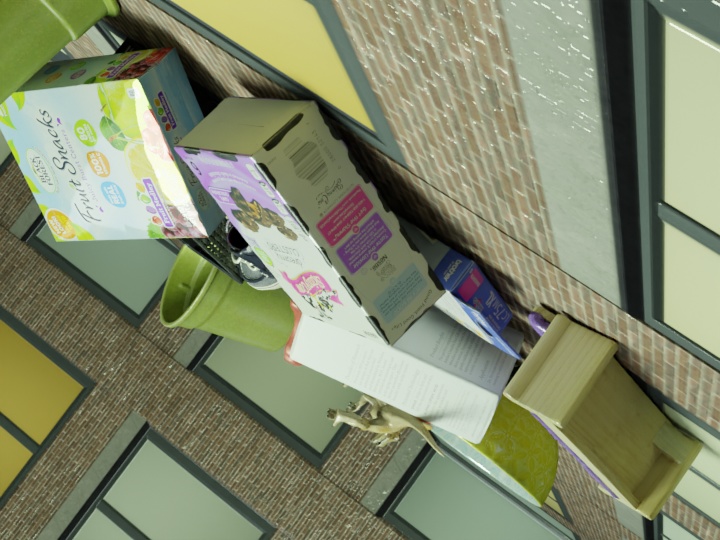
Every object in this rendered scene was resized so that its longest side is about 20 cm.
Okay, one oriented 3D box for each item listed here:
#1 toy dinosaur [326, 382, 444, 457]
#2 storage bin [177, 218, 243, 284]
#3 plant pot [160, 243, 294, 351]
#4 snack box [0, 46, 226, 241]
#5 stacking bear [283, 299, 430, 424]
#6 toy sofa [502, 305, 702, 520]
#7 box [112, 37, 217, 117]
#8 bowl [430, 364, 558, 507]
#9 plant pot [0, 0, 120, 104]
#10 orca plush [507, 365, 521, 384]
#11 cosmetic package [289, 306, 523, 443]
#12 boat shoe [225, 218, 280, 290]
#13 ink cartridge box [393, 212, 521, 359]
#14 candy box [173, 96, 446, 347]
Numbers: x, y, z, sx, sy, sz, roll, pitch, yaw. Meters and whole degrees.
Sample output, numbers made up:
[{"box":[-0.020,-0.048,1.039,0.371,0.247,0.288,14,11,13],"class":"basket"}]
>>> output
[{"box":[0.026,0.139,1.291,0.100,0.059,0.200,20,170,-9],"class":"toy dinosaur"},{"box":[-0.210,-0.082,1.766,0.135,0.094,0.200,32,172,32],"class":"storage bin"},{"box":[-0.188,0.033,2.101,0.183,0.202,0.200,27,177,-23],"class":"plant pot"},{"box":[-0.234,-0.114,1.256,0.199,0.068,0.170,0,125,34],"class":"snack box"},{"box":[0.033,0.085,1.368,0.199,0.113,0.122,35,136,26],"class":"stacking bear"},{"box":[0.196,0.121,1.121,0.097,0.083,0.200,28,168,46],"class":"toy sofa"},{"box":[-0.200,-0.145,1.382,0.141,0.079,0.200,40,172,1],"class":"box"},{"box":[0.150,0.160,1.481,0.200,0.108,0.200,36,172,6],"class":"bowl"},{"box":[-0.350,-0.223,1.180,0.200,0.190,0.200,37,173,6],"class":"plant pot"},{"box":[0.080,0.074,1.421,0.199,0.105,0.072,28,145,49],"class":"orca plush"},{"box":[0.045,0.072,1.259,0.199,0.102,0.074,24,128,8],"class":"cosmetic package"},{"box":[-0.099,-0.030,1.295,0.200,0.092,0.075,-41,62,55],"class":"boat shoe"},{"box":[0.060,-0.001,1.184,0.200,0.042,0.119,36,174,34],"class":"ink cartridge box"},{"box":[-0.043,-0.044,1.103,0.201,0.072,0.167,54,162,-23],"class":"candy box"}]
